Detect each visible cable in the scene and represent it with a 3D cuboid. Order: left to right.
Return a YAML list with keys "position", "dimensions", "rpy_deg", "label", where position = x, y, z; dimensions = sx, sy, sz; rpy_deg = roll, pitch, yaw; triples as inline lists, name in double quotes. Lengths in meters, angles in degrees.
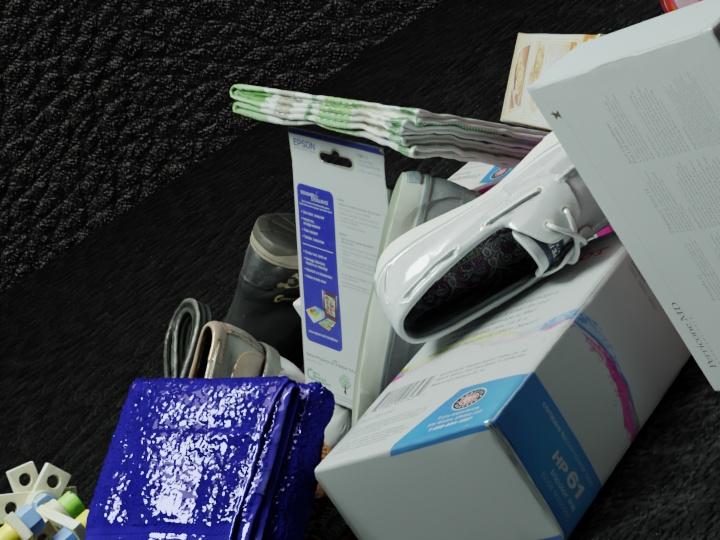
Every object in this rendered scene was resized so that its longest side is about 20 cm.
- position: [-0.161, 0.119, 1.371]
  dimensions: [0.097, 0.050, 0.201]
  rpy_deg: [10, 85, 62]
  label: "cable"

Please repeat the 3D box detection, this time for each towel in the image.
- position: [-0.102, 0.149, 0.972]
  dimensions: [0.147, 0.050, 0.201]
  rpy_deg: [-1, 57, 28]
  label: "towel"
- position: [0.024, -0.092, 1.133]
  dimensions: [0.149, 0.031, 0.199]
  rpy_deg: [7, 5, -39]
  label: "towel"

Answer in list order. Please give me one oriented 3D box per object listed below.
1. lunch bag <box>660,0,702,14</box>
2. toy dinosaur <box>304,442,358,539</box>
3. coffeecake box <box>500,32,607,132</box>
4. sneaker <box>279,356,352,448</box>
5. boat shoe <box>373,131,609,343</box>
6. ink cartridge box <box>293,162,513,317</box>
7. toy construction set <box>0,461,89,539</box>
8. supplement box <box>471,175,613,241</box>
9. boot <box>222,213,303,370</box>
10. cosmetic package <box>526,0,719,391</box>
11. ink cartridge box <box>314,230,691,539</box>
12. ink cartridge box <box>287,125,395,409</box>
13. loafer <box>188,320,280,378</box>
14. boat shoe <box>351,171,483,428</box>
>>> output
- position: [0.249, -0.106, 0.969]
  dimensions: [0.082, 0.201, 0.176]
  rpy_deg: [-33, 10, 1]
  label: "lunch bag"
- position: [-0.043, 0.166, 1.052]
  dimensions: [0.135, 0.103, 0.200]
  rpy_deg: [-16, -1, 15]
  label: "toy dinosaur"
- position: [0.205, -0.124, 1.250]
  dimensions: [0.200, 0.152, 0.074]
  rpy_deg: [-143, 64, -77]
  label: "coffeecake box"
- position: [-0.063, 0.096, 1.295]
  dimensions: [0.075, 0.089, 0.200]
  rpy_deg: [-36, 13, -13]
  label: "sneaker"
- position: [0.098, -0.023, 0.996]
  dimensions: [0.199, 0.072, 0.069]
  rpy_deg: [-26, 33, 6]
  label: "boat shoe"
- position: [0.064, 0.000, 1.325]
  dimensions: [0.200, 0.085, 0.146]
  rpy_deg: [-38, 13, -17]
  label: "ink cartridge box"
- position: [-0.215, 0.203, 1.195]
  dimensions: [0.092, 0.131, 0.200]
  rpy_deg: [-39, 14, -10]
  label: "toy construction set"
- position: [0.131, -0.014, 1.149]
  dimensions: [0.199, 0.104, 0.101]
  rpy_deg: [-18, 14, 49]
  label: "supplement box"
- position: [-0.038, 0.033, 1.437]
  dimensions: [0.199, 0.073, 0.151]
  rpy_deg: [5, -58, -47]
  label: "boot"
- position: [0.189, -0.034, 0.858]
  dimensions: [0.052, 0.201, 0.151]
  rpy_deg: [-40, 14, -27]
  label: "cosmetic package"
- position: [0.090, 0.074, 0.987]
  dimensions: [0.144, 0.085, 0.200]
  rpy_deg: [-22, 18, 45]
  label: "ink cartridge box"
- position: [0.000, 0.000, 1.181]
  dimensions: [0.039, 0.201, 0.099]
  rpy_deg: [-21, 27, -38]
  label: "ink cartridge box"
- position: [-0.125, 0.132, 1.225]
  dimensions: [0.072, 0.063, 0.201]
  rpy_deg: [-2, 59, 53]
  label: "loafer"
- position: [0.038, 0.039, 1.108]
  dimensions: [0.070, 0.071, 0.202]
  rpy_deg: [-88, 9, -76]
  label: "boat shoe"
